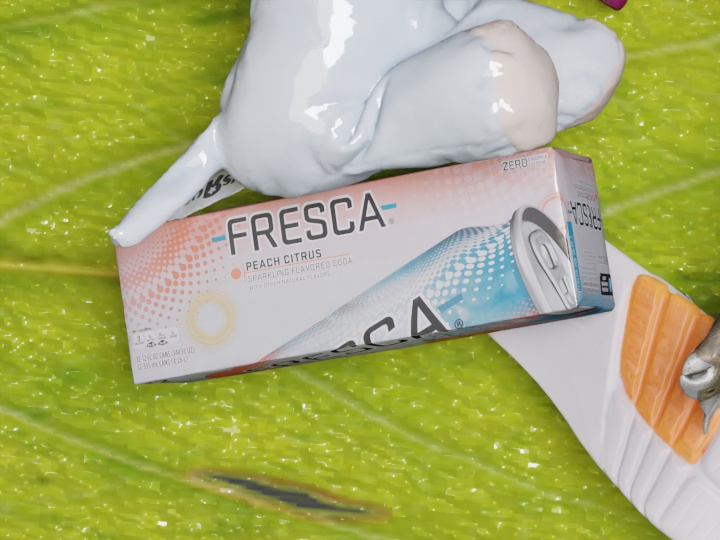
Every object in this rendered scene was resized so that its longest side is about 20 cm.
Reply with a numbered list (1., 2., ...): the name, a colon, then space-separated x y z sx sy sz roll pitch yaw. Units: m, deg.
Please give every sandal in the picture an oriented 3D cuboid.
1. sandal: 0.110 0.030 1.108 0.079 0.059 0.207 -46 70 10

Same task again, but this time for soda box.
1. soda box: 0.000 0.000 1.086 0.199 0.064 0.069 -11 85 20

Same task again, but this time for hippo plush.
1. hippo plush: -0.005 -0.119 1.041 0.199 0.159 0.162 -13 98 14

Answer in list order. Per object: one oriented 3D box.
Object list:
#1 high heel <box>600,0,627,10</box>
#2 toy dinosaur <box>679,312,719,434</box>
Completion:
1. high heel: 0.023 -0.163 1.079 0.199 0.067 0.097 6 99 7
2. toy dinosaur: 0.208 -0.017 1.013 0.199 0.077 0.103 -21 122 14
